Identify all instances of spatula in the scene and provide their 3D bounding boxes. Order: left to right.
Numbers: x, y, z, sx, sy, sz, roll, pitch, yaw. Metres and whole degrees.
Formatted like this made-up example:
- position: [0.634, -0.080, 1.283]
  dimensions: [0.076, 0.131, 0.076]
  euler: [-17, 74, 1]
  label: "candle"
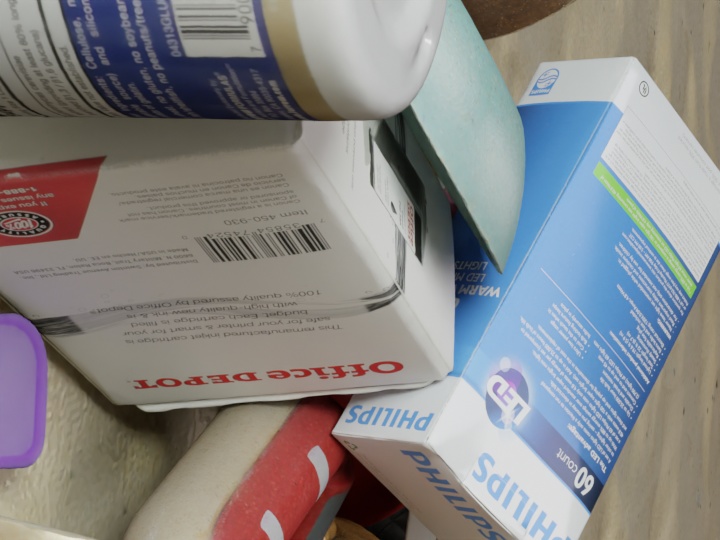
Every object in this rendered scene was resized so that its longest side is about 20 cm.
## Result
- position: [-0.158, 0.042, 0.688]
  dimensions: [0.200, 0.020, 0.057]
  euler: [3, 91, -70]
  label: "spatula"

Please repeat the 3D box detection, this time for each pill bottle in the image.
- position: [-0.082, -0.101, 0.623]
  dimensions: [0.111, 0.199, 0.111]
  euler: [3, 90, -71]
  label: "pill bottle"

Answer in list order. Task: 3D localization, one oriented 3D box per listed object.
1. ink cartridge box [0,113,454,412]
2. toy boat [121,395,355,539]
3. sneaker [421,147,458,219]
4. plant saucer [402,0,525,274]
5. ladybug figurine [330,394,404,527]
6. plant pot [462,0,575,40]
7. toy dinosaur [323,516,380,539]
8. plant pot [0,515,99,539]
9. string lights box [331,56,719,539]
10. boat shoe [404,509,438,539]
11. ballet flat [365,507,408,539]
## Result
- position: [-0.058, -0.026, 0.776]
  dimensions: [0.200, 0.146, 0.083]
  euler: [57, 31, -60]
  label: "ink cartridge box"
- position: [-0.035, 0.142, 0.845]
  dimensions: [0.131, 0.130, 0.200]
  euler: [-63, 175, 31]
  label: "toy boat"
- position: [0.000, 0.000, 0.947]
  dimensions: [0.200, 0.075, 0.090]
  euler: [-41, 138, -12]
  label: "sneaker"
- position: [0.019, -0.094, 0.815]
  dimensions: [0.201, 0.039, 0.201]
  euler: [59, 3, -5]
  label: "plant saucer"
- position: [-0.003, 0.064, 1.059]
  dimensions: [0.200, 0.072, 0.136]
  euler: [44, 51, -65]
  label: "ladybug figurine"
- position: [0.025, -0.239, 0.990]
  dimensions: [0.200, 0.186, 0.187]
  euler: [43, 50, -48]
  label: "plant pot"
- position: [-0.003, 0.138, 0.979]
  dimensions: [0.200, 0.106, 0.061]
  euler: [12, -96, 68]
  label: "toy dinosaur"
- position: [-0.101, 0.179, 0.645]
  dimensions: [0.200, 0.200, 0.184]
  euler: [27, 76, -69]
  label: "plant pot"
- position: [0.080, 0.018, 0.897]
  dimensions: [0.103, 0.059, 0.200]
  euler: [48, 61, -33]
  label: "string lights box"
- position: [0.060, 0.100, 1.008]
  dimensions: [0.070, 0.066, 0.201]
  euler: [-73, 173, -58]
  label: "boat shoe"
- position: [0.038, 0.114, 1.204]
  dimensions: [0.200, 0.057, 0.067]
  euler: [-63, 151, -54]
  label: "ballet flat"
